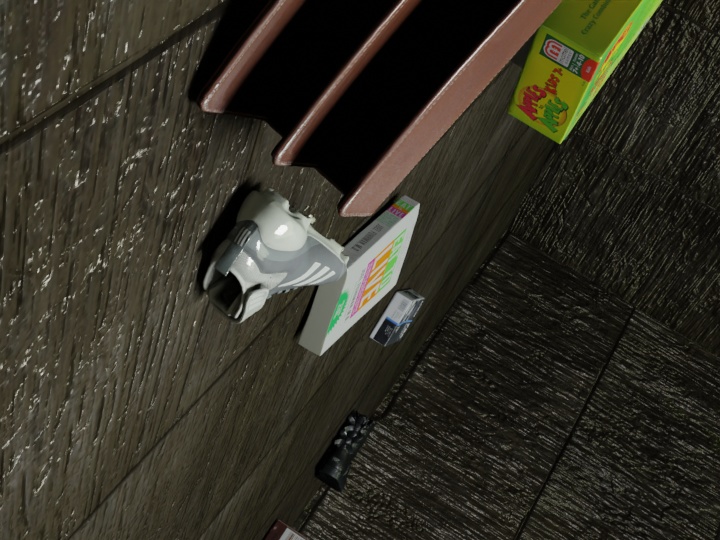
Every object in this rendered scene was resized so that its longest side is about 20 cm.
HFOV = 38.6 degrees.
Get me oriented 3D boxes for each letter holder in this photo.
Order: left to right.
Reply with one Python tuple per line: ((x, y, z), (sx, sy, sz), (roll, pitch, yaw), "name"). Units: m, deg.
((0.019, -0.136, 0.592), (0.200, 0.101, 0.142), (-48, 173, 13), "letter holder")

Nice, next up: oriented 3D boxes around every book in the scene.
((0.000, 0.000, 1.255), (0.200, 0.048, 0.134), (-43, 159, -51), "book")

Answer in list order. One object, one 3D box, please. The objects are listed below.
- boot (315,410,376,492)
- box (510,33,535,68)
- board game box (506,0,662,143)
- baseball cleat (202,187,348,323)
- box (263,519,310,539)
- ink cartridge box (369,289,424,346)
((-0.033, 0.414, 2.358), (0.163, 0.073, 0.198), (-58, 171, -20), "boot")
((0.145, -0.282, 0.792), (0.200, 0.131, 0.199), (-63, 169, 27), "box")
((0.182, -0.195, 0.726), (0.200, 0.048, 0.102), (-53, 169, -23), "board game box")
((-0.071, -0.005, 0.815), (0.106, 0.070, 0.200), (-51, 161, -1), "baseball cleat")
((-0.157, 0.663, 2.209), (0.164, 0.166, 0.200), (-55, 170, -22), "box")
((0.074, 0.086, 1.925), (0.099, 0.039, 0.200), (-60, 171, 7), "ink cartridge box")
